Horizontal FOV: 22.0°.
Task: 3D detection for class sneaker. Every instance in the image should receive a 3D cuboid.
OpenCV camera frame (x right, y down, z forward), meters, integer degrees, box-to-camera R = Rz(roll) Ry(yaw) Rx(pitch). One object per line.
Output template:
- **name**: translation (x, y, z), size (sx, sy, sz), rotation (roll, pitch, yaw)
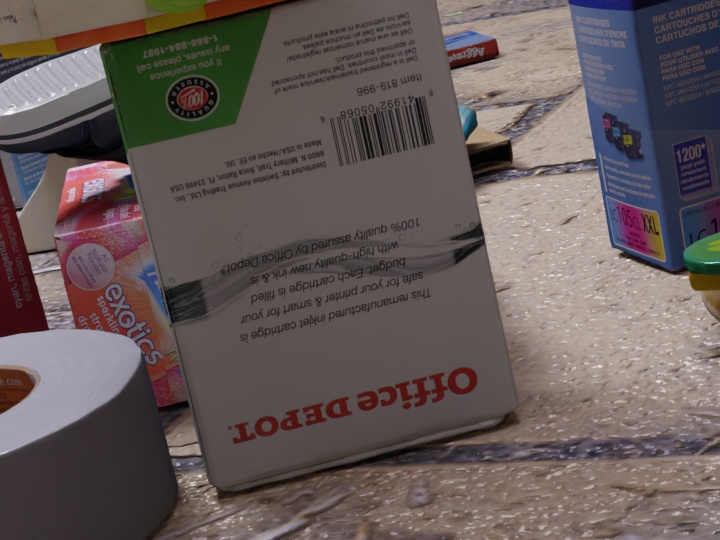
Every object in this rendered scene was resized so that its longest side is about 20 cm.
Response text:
- **sneaker**: translation (-0.119, -0.087, 1.002), size (0.078, 0.080, 0.200), rotation (6, 26, 37)

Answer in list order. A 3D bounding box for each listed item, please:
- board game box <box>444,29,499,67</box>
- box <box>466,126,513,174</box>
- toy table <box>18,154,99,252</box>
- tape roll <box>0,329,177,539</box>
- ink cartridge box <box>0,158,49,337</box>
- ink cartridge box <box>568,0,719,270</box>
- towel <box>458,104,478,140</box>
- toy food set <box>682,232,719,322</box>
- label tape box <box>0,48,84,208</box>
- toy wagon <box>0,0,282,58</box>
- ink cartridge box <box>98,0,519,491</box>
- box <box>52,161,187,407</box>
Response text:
- **board game box**: translation (0.027, -0.199, 1.809), size (0.199, 0.020, 0.103), rotation (-15, 16, -9)
- **box**: translation (0.007, -0.082, 1.382), size (0.162, 0.021, 0.200), rotation (-16, 15, -12)
- **toy table**: translation (-0.177, -0.082, 1.348), size (0.183, 0.118, 0.200), rotation (-4, 17, 28)
- **tape roll**: translation (-0.183, 0.090, 0.813), size (0.199, 0.067, 0.200), rotation (-12, 15, 3)
- **ink cartridge box**: translation (-0.282, 0.025, 0.980), size (0.199, 0.146, 0.145), rotation (-19, 17, -22)
- **ink cartridge box**: translation (0.191, -0.118, 1.007), size (0.136, 0.201, 0.076), rotation (-18, 16, -20)
- **towel**: translation (-0.016, -0.062, 1.257), size (0.146, 0.022, 0.200), rotation (-1, 27, 26)
- **toy food set**: translation (0.254, -0.009, 0.853), size (0.199, 0.049, 0.198), rotation (-2, 18, 34)
- **label tape box**: translation (-0.290, -0.168, 1.594), size (0.066, 0.201, 0.143), rotation (-5, 16, 33)
- **toy wagon**: translation (-0.064, -0.132, 0.807), size (0.199, 0.040, 0.155), rotation (-19, 14, -31)
- **ink cartridge box**: translation (-0.023, -0.020, 0.829), size (0.146, 0.201, 0.083), rotation (-13, 11, -5)
- **box**: translation (-0.110, -0.002, 1.025), size (0.094, 0.103, 0.200), rotation (-12, 13, -4)
